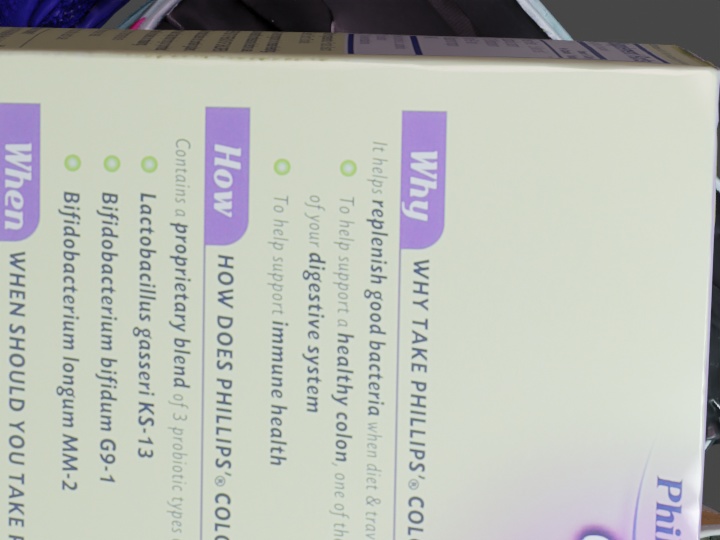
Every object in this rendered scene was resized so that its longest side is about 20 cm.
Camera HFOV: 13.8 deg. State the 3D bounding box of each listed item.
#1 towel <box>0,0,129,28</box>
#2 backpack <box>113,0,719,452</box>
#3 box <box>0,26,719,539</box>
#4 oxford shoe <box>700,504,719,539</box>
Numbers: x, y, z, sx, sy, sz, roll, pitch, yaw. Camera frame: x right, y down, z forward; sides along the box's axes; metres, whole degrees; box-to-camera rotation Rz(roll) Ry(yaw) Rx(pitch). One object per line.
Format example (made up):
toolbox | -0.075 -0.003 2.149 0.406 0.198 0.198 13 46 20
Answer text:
towel | -0.096 -0.175 0.865 0.147 0.050 0.200 -37 71 -5
backpack | 0.000 0.000 0.851 0.200 0.150 0.178 47 69 -13
box | -0.018 0.031 0.730 0.199 0.097 0.177 1 98 0
oxford shoe | 0.106 0.165 0.903 0.075 0.058 0.201 -6 83 -22
